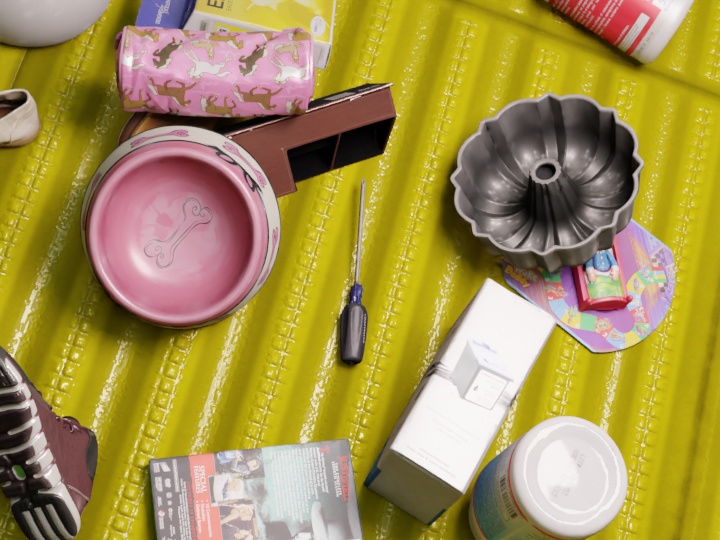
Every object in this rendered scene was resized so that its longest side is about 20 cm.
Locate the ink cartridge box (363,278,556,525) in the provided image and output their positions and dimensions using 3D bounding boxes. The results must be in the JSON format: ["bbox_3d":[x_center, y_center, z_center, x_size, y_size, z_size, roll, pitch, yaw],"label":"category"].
[{"bbox_3d":[0.095,0.129,1.383,0.085,0.147,0.201,30,66,2],"label":"ink cartridge box"}]

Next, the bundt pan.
[{"bbox_3d":[0.199,-0.083,1.494,0.199,0.076,0.204,-9,57,14],"label":"bundt pan"}]

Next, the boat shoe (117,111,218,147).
[{"bbox_3d":[-0.180,-0.178,1.483,0.070,0.071,0.200,24,56,38],"label":"boat shoe"}]

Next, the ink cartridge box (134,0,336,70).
[{"bbox_3d":[-0.122,-0.302,1.508,0.198,0.047,0.199,14,43,-9],"label":"ink cartridge box"}]

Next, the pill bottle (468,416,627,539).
[{"bbox_3d":[0.166,0.212,1.339,0.107,0.200,0.110,4,69,-11],"label":"pill bottle"}]

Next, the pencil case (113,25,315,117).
[{"bbox_3d":[-0.143,-0.196,1.401,0.197,0.084,0.087,0,29,-5],"label":"pencil case"}]

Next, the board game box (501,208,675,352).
[{"bbox_3d":[0.249,-0.013,1.527,0.199,0.039,0.158,38,67,4],"label":"board game box"}]

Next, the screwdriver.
[{"bbox_3d":[0.000,0.000,1.475,0.029,0.028,0.202,25,62,-36],"label":"screwdriver"}]

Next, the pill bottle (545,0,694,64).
[{"bbox_3d":[0.272,-0.330,1.611,0.199,0.112,0.113,32,66,0],"label":"pill bottle"}]

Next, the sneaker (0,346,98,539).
[{"bbox_3d":[-0.298,0.140,1.302,0.075,0.116,0.202,-12,109,16],"label":"sneaker"}]

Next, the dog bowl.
[{"bbox_3d":[-0.175,-0.037,1.375,0.197,0.074,0.203,0,99,-3],"label":"dog bowl"}]

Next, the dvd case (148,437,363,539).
[{"bbox_3d":[-0.097,0.242,1.366,0.197,0.022,0.148,-5,72,-13],"label":"dvd case"}]

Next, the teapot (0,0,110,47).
[{"bbox_3d":[-0.339,-0.334,1.456,0.195,0.146,0.203,0,71,-12],"label":"teapot"}]

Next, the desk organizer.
[{"bbox_3d":[-0.058,-0.129,1.472,0.198,0.072,0.078,-19,103,-18],"label":"desk organizer"}]

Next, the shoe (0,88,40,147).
[{"bbox_3d":[-0.417,-0.144,1.418,0.198,0.053,0.071,-14,74,-17],"label":"shoe"}]
